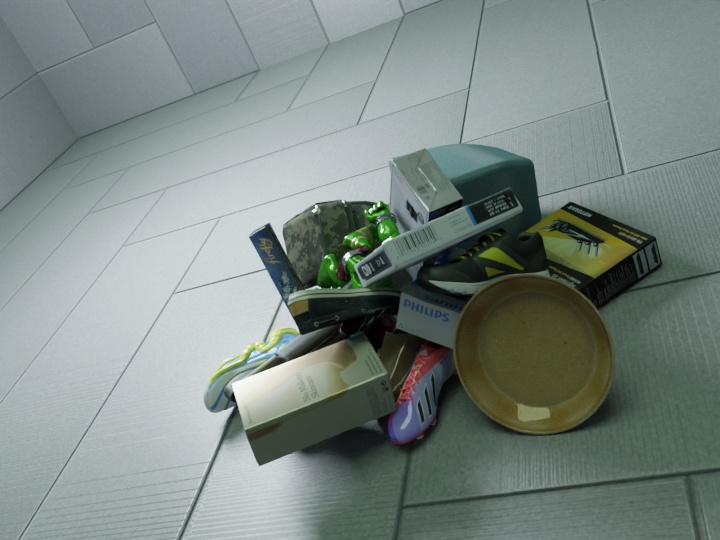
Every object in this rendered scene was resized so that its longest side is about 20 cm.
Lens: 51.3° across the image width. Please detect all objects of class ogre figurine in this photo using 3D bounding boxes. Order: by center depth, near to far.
[{"bbox_3d":[0.000,0.000,1.157,0.200,0.098,0.120,-38,40,-8],"label":"ogre figurine"}]

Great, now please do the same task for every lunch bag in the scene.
[{"bbox_3d":[-0.028,-0.050,1.351,0.167,0.141,0.200,-12,-5,-27],"label":"lunch bag"}]

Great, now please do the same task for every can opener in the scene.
[{"bbox_3d":[-0.113,0.128,1.101,0.067,0.054,0.200,21,45,39],"label":"can opener"}]

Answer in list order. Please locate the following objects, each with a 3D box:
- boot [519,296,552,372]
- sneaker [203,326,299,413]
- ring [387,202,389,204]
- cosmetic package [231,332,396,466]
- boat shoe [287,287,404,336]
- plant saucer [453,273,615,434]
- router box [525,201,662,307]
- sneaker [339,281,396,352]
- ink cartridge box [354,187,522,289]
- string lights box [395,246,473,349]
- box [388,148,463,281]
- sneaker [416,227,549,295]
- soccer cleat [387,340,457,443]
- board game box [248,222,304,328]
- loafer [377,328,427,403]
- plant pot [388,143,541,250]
[{"bbox_3d":[0.233,0.078,1.042,0.074,0.108,0.200,4,7,9],"label":"boot"},{"bbox_3d":[-0.160,0.165,1.221,0.200,0.076,0.105,-42,33,-27],"label":"sneaker"},{"bbox_3d":[0.108,-0.121,1.527,0.199,0.019,0.201,-20,29,11],"label":"ring"},{"bbox_3d":[-0.063,0.170,1.008,0.199,0.072,0.105,-21,34,-11],"label":"cosmetic package"},{"bbox_3d":[-0.008,0.059,1.041,0.199,0.063,0.074,0,-17,-35],"label":"boat shoe"},{"bbox_3d":[0.214,0.101,0.931,0.199,0.202,0.035,-10,5,27],"label":"plant saucer"},{"bbox_3d":[0.328,-0.021,1.149,0.157,0.052,0.200,-33,29,-10],"label":"router box"},{"bbox_3d":[0.010,0.079,1.210,0.120,0.084,0.201,-13,38,32],"label":"sneaker"},{"bbox_3d":[0.093,-0.038,1.028,0.197,0.044,0.200,-25,-4,-19],"label":"ink cartridge box"},{"bbox_3d":[0.139,0.034,1.072,0.102,0.059,0.200,19,28,22],"label":"string lights box"},{"bbox_3d":[0.096,-0.077,1.174,0.060,0.201,0.117,-23,58,-16],"label":"box"},{"bbox_3d":[0.160,-0.012,0.987,0.198,0.085,0.074,-3,2,-27],"label":"sneaker"},{"bbox_3d":[0.088,0.150,1.041,0.066,0.077,0.200,1,38,41],"label":"soccer cleat"},{"bbox_3d":[-0.123,0.018,1.263,0.034,0.201,0.135,-28,7,-2],"label":"board game box"},{"bbox_3d":[0.056,0.125,1.116,0.076,0.068,0.200,-1,38,38],"label":"loafer"},{"bbox_3d":[0.193,-0.113,1.282,0.199,0.197,0.196,-22,27,-15],"label":"plant pot"}]
